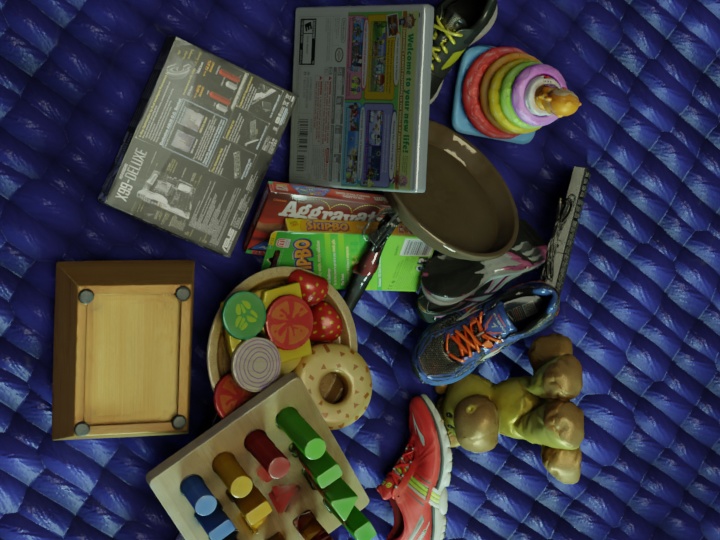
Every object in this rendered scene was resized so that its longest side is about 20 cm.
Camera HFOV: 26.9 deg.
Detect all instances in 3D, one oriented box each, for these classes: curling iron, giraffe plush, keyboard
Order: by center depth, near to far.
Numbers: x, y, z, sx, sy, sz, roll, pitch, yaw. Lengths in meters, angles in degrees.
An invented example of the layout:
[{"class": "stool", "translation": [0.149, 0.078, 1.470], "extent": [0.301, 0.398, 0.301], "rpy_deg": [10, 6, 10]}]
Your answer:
[{"class": "curling iron", "translation": [0.000, 0.000, 1.708], "extent": [0.026, 0.201, 0.049], "rpy_deg": [43, 49, 16]}, {"class": "giraffe plush", "translation": [0.171, 0.163, 1.795], "extent": [0.161, 0.200, 0.174], "rpy_deg": [-2, 92, -2]}, {"class": "keyboard", "translation": [0.244, -0.028, 1.813], "extent": [0.020, 0.127, 0.202], "rpy_deg": [14, 94, 18]}]

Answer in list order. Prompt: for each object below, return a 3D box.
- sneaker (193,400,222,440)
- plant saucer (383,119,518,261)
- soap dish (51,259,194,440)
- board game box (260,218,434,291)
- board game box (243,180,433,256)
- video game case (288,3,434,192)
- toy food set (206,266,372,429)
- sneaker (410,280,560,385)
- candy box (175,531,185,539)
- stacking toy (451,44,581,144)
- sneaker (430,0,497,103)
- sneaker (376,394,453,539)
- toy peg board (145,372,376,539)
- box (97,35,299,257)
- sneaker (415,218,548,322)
[{"class": "sneaker", "translation": [-0.114, 0.174, 1.726], "extent": [0.115, 0.076, 0.202], "rpy_deg": [25, 87, -20]}, {"class": "plant saucer", "translation": [0.096, -0.090, 1.728], "extent": [0.199, 0.201, 0.029], "rpy_deg": [27, 132, -22]}, {"class": "soap dish", "translation": [-0.257, 0.091, 1.656], "extent": [0.156, 0.081, 0.202], "rpy_deg": [0, 100, -21]}, {"class": "board game box", "translation": [-0.016, -0.017, 1.727], "extent": [0.198, 0.030, 0.096], "rpy_deg": [0, 138, -19]}, {"class": "board game box", "translation": [-0.025, -0.050, 1.722], "extent": [0.198, 0.020, 0.103], "rpy_deg": [6, 135, -21]}, {"class": "video game case", "translation": [-0.001, -0.190, 1.659], "extent": [0.022, 0.181, 0.202], "rpy_deg": [-3, 97, -53]}, {"class": "toy food set", "translation": [-0.084, 0.097, 1.681], "extent": [0.197, 0.049, 0.202], "rpy_deg": [-15, 100, -30]}, {"class": "sneaker", "translation": [0.144, 0.064, 1.718], "extent": [0.199, 0.078, 0.076], "rpy_deg": [-31, 84, -12]}, {"class": "candy box", "translation": [-0.129, 0.367, 1.753], "extent": [0.199, 0.071, 0.169], "rpy_deg": [30, 88, -23]}, {"class": "stacking toy", "translation": [0.193, -0.199, 1.715], "extent": [0.115, 0.200, 0.111], "rpy_deg": [8, 96, -21]}, {"class": "sneaker", "translation": [0.085, -0.262, 1.719], "extent": [0.074, 0.085, 0.200], "rpy_deg": [37, 78, 6]}, {"class": "sneaker", "translation": [0.062, 0.250, 1.807], "extent": [0.084, 0.077, 0.202], "rpy_deg": [-1, 99, -15]}, {"class": "toy peg board", "translation": [-0.094, 0.256, 1.634], "extent": [0.199, 0.098, 0.201], "rpy_deg": [-34, 121, -12]}, {"class": "box", "translation": [-0.179, -0.136, 1.666], "extent": [0.157, 0.050, 0.201], "rpy_deg": [23, 90, -22]}, {"class": "sneaker", "translation": [0.138, 0.002, 1.801], "extent": [0.199, 0.087, 0.081], "rpy_deg": [-20, 64, -32]}]
